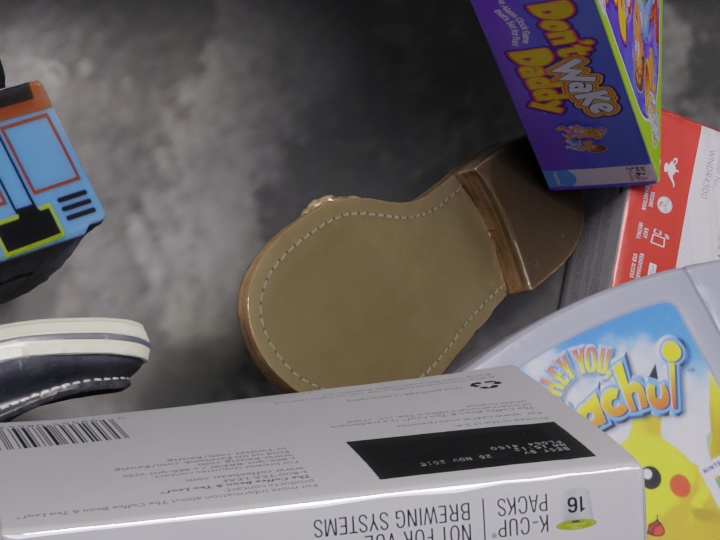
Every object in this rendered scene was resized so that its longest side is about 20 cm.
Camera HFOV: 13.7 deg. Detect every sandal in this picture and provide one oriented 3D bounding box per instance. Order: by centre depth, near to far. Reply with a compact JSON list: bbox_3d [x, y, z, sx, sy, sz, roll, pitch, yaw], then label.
[{"bbox_3d":[0.002,0.006,1.119,0.211,0.069,0.078,-28,101,-50],"label":"sandal"}]

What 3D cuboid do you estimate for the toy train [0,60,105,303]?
[{"bbox_3d":[-0.183,-0.027,1.004,0.200,0.087,0.115,-21,79,-50],"label":"toy train"}]

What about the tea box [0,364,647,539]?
[{"bbox_3d":[-0.021,0.147,0.947,0.199,0.134,0.198,-4,102,-14],"label":"tea box"}]

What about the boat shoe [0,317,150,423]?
[{"bbox_3d":[-0.161,0.061,0.996,0.199,0.075,0.063,-18,88,-21],"label":"boat shoe"}]

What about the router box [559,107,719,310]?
[{"bbox_3d":[0.161,0.058,1.178,0.179,0.049,0.201,18,69,-18],"label":"router box"}]

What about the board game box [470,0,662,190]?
[{"bbox_3d":[0.073,-0.134,1.093,0.044,0.200,0.135,-3,64,14],"label":"board game box"}]

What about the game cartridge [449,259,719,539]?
[{"bbox_3d":[0.095,0.078,1.096,0.199,0.040,0.134,-27,81,-25],"label":"game cartridge"}]
